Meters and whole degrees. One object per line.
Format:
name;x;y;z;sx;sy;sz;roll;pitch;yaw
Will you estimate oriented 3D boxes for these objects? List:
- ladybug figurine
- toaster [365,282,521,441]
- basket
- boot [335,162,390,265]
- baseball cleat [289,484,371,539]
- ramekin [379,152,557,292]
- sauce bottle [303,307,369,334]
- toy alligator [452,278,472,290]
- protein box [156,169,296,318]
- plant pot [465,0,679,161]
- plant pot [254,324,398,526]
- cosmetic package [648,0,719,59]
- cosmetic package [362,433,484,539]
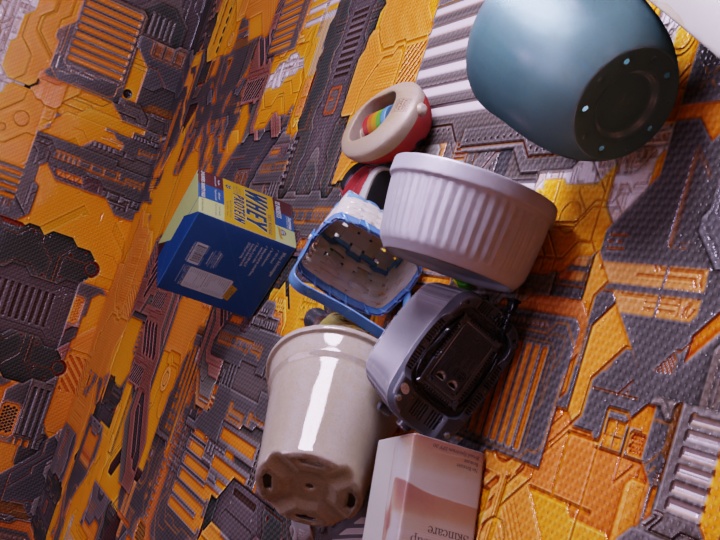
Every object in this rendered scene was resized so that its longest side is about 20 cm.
ladybug figurine;0.046;-0.220;1.614;0.199;0.072;0.137;-7;52;59
toaster;0.093;0.093;1.227;0.201;0.113;0.129;-54;21;-4
basket;0.000;0.000;1.450;0.139;0.175;0.201;-52;11;32
boot;-0.018;-0.078;1.668;0.201;0.072;0.144;-62;24;-1
baseball cleat;-0.026;0.322;1.333;0.201;0.106;0.070;-60;21;17
ramekin;0.115;-0.050;1.195;0.200;0.199;0.106;11;81;66
sauce bottle;-0.038;0.097;1.578;0.067;0.066;0.200;-68;26;5
toy alligator;0.123;-0.036;1.356;0.054;0.060;0.200;-25;32;0
protein box;-0.257;-0.047;1.989;0.199;0.198;0.136;-55;28;31
plant pot;0.234;-0.208;1.089;0.202;0.199;0.161;-59;39;23
plant pot;-0.045;0.204;1.294;0.201;0.199;0.184;-49;15;38
cosmetic package;0.345;-0.247;0.980;0.073;0.103;0.201;-59;25;25
cosmetic package;0.065;0.294;1.166;0.087;0.103;0.202;-26;50;58
